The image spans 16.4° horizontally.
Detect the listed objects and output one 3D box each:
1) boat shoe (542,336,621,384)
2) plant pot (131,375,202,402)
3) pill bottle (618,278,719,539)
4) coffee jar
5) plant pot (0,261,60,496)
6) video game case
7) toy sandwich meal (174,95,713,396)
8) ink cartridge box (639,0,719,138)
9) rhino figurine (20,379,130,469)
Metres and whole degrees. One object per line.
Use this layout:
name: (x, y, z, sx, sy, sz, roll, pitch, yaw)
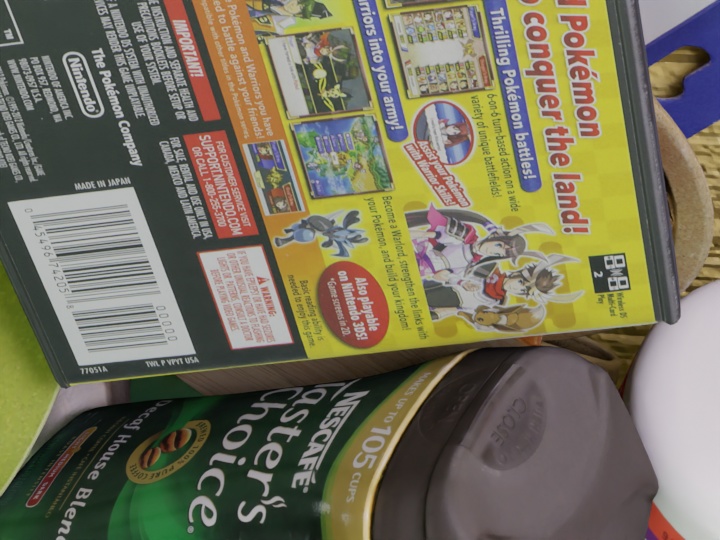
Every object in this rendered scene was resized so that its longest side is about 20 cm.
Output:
boat shoe: (0.000, 0.000, 0.870, 0.199, 0.072, 0.076, 30, 115, 4)
plant pot: (-0.083, 0.162, 1.043, 0.199, 0.162, 0.201, 9, 148, 5)
pill bottle: (0.118, 0.098, 0.818, 0.112, 0.113, 0.200, 21, 141, 2)
coffee jar: (-0.015, 0.081, 0.740, 0.199, 0.104, 0.086, -10, 117, 36)
plant pot: (-0.209, -0.024, 0.756, 0.199, 0.188, 0.187, 14, 158, -34)
video game case: (-0.017, -0.047, 0.635, 0.180, 0.026, 0.201, -6, 139, 9)
toy sandwich meal: (0.006, -0.013, 0.746, 0.204, 0.071, 0.206, 15, 150, 9)
ink cartridge box: (0.026, -0.083, 0.733, 0.199, 0.041, 0.199, 33, 148, -17)
rhino figurine: (-0.107, -0.006, 0.841, 0.060, 0.201, 0.087, -4, -166, -41)
